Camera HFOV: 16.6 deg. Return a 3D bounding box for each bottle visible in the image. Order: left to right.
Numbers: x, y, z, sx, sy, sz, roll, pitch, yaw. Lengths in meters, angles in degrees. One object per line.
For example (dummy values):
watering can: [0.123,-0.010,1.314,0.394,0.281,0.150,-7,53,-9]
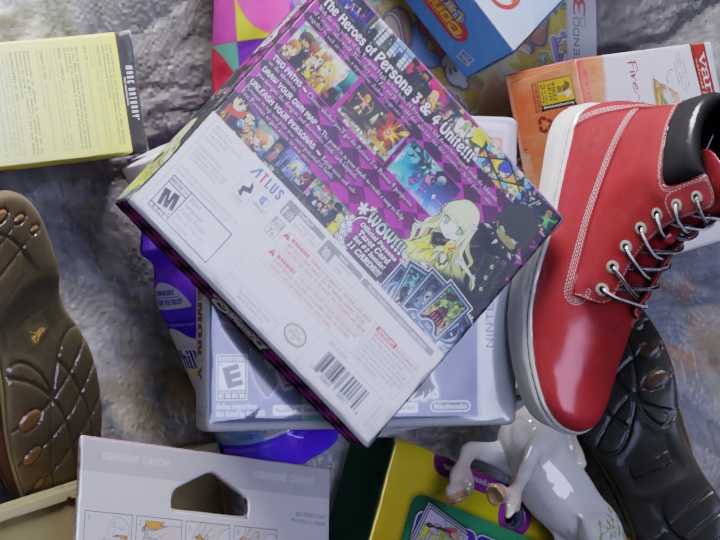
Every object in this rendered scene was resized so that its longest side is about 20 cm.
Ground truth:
bottle: [-0.081,0.021,1.458,0.065,0.083,0.201,-28,101,-27]

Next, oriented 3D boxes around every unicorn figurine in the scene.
unicorn figurine: [0.117,0.126,1.524,0.137,0.073,0.201,-38,115,-49]

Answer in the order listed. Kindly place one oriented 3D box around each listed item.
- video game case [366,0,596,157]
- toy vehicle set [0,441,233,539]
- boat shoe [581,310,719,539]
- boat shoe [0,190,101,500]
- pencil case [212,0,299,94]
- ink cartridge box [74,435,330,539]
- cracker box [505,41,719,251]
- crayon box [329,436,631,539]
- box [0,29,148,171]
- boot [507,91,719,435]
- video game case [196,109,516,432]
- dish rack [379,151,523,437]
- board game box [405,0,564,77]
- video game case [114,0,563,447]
video game case: [0.072,-0.167,1.611,0.199,0.023,0.184,3,84,-32]
toy vehicle set: [-0.140,0.178,1.400,0.199,0.026,0.125,-14,93,-52]
boat shoe: [0.181,0.112,1.628,0.075,0.074,0.201,-18,76,1]
boat shoe: [-0.199,0.046,1.391,0.072,0.067,0.202,-34,121,-40]
pencil case: [-0.051,-0.132,1.494,0.088,0.088,0.202,-2,86,-33]
ink cartridge box: [-0.097,0.191,1.381,0.199,0.045,0.178,13,72,-46]
cracker box: [0.176,-0.073,1.608,0.200,0.057,0.135,-15,94,-57]
crayon box: [0.062,0.219,1.547,0.199,0.058,0.174,25,74,-30]
box: [-0.221,-0.090,1.399,0.199,0.050,0.076,-10,91,-34]
boot: [0.162,-0.003,1.432,0.072,0.144,0.202,15,80,-38]
video game case: [0.000,0.000,1.435,0.198,0.023,0.184,0,90,-23]
dish rack: [0.066,0.009,1.537,0.199,0.043,0.173,-7,95,-52]
board game box: [0.076,-0.261,1.577,0.200,0.056,0.196,51,56,-10]
video game case: [-0.009,-0.034,1.397,0.200,0.036,0.181,45,76,-16]
